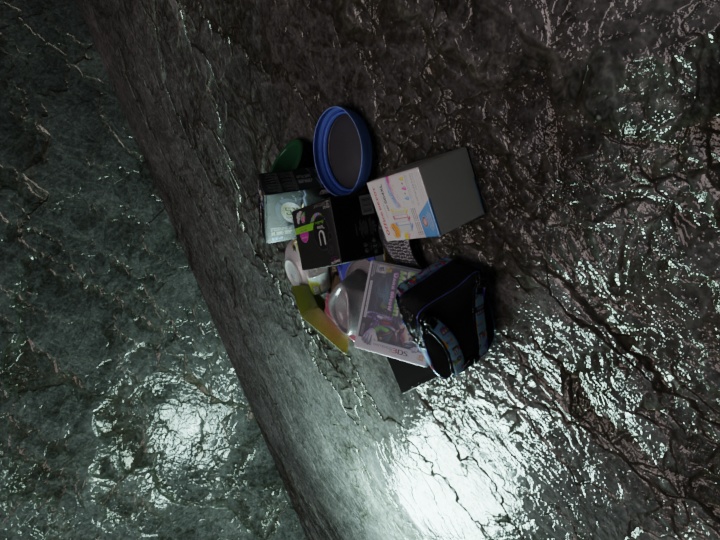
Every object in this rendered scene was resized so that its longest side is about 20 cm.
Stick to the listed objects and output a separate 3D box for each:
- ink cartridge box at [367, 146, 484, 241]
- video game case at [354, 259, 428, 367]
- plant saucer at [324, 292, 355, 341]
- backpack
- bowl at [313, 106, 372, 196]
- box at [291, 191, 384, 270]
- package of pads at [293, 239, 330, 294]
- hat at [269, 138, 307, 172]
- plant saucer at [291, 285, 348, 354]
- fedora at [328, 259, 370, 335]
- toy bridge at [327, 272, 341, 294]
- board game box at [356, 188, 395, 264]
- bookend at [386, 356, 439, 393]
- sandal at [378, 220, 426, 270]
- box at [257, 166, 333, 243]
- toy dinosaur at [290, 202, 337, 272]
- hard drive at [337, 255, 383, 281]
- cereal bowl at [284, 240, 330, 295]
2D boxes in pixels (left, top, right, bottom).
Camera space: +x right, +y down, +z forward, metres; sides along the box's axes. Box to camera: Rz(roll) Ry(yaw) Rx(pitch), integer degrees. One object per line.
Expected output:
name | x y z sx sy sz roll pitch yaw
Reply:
ink cartridge box | 0.115 -0.140 1.046 0.199 0.124 0.131 -3 111 59
video game case | 0.085 0.092 1.203 0.178 0.023 0.205 12 89 25
plant saucer | -0.031 0.147 1.504 0.200 0.051 0.201 44 178 2
backpack | 0.177 0.102 1.093 0.134 0.181 0.203 34 152 55
bowl | -0.042 -0.276 1.260 0.199 0.039 0.206 22 118 49
box | -0.058 -0.090 1.273 0.198 0.122 0.152 -8 94 57
package of pads | -0.145 -0.051 1.543 0.155 0.067 0.204 87 162 -71
hat | -0.152 -0.247 1.518 0.174 0.169 0.198 27 162 -32
plant saucer | -0.110 0.133 1.618 0.200 0.048 0.201 44 -173 -27
fedora | -0.018 0.079 1.312 0.177 0.089 0.203 48 140 35
toy bridge | -0.070 0.040 1.569 0.200 0.027 0.069 122 157 -73
board game box | 0.028 -0.087 1.326 0.152 0.040 0.204 37 141 41
bookend | 0.141 0.160 1.276 0.199 0.091 0.203 -43 67 52
sandal | 0.100 -0.048 1.222 0.075 0.043 0.203 -14 109 37
box | -0.162 -0.172 1.405 0.166 0.195 0.087 100 153 -46
toy dinosaur | -0.127 -0.081 1.409 0.202 0.099 0.059 60 -162 -20
hard drive | 0.000 0.000 1.372 0.198 0.025 0.135 13 123 56
cereal bowl | -0.180 -0.005 1.704 0.199 0.082 0.203 39 142 38
